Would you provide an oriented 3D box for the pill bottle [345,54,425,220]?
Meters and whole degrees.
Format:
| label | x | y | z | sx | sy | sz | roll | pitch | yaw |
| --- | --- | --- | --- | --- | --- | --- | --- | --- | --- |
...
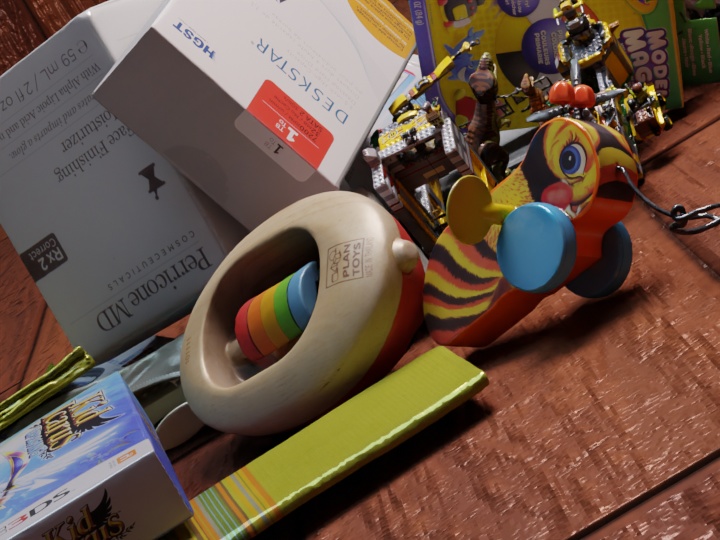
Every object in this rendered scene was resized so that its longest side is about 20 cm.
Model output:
| label | x | y | z | sx | sy | sz | roll | pitch | yaw |
| --- | --- | --- | --- | --- | --- | --- | --- | --- | --- |
| pill bottle | 0.009 | -0.094 | 1.614 | 0.108 | 0.109 | 0.200 | -25 | 13 | 27 |

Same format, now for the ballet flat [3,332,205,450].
| label | x | y | z | sx | sy | sz | roll | pitch | yaw |
| --- | --- | --- | --- | --- | --- | --- | --- | --- | --- |
| ballet flat | -0.154 | 0.100 | 1.364 | 0.199 | 0.067 | 0.064 | -30 | 42 | 20 |

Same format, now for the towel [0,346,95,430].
| label | x | y | z | sx | sy | sz | roll | pitch | yaw |
| --- | --- | --- | --- | --- | --- | --- | --- | --- | --- |
| towel | -0.230 | 0.086 | 1.449 | 0.086 | 0.018 | 0.200 | -34 | 3 | -14 |

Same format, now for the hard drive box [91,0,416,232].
| label | x | y | z | sx | sy | sz | roll | pitch | yaw |
| --- | --- | --- | --- | --- | --- | --- | --- | --- | --- |
| hard drive box | -0.062 | -0.134 | 1.390 | 0.077 | 0.156 | 0.200 | -41 | 14 | 38 |

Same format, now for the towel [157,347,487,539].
| label | x | y | z | sx | sy | sz | roll | pitch | yaw |
| --- | --- | --- | --- | --- | --- | --- | --- | --- | --- |
| towel | -0.027 | 0.105 | 1.106 | 0.199 | 0.018 | 0.086 | -32 | 15 | -7 |

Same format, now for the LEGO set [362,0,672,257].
| label | x | y | z | sx | sy | sz | roll | pitch | yaw |
| --- | --- | --- | --- | --- | --- | --- | --- | --- | --- |
| LEGO set | 0.083 | -0.100 | 1.338 | 0.199 | 0.116 | 0.155 | -19 | 47 | 23 |

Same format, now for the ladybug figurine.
| label | x | y | z | sx | sy | sz | roll | pitch | yaw |
| --- | --- | --- | --- | --- | --- | --- | --- | --- | --- |
| ladybug figurine | -0.028 | 0.030 | 1.231 | 0.199 | 0.072 | 0.137 | -26 | 52 | 45 |

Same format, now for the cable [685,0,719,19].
| label | x | y | z | sx | sy | sz | roll | pitch | yaw |
| --- | --- | --- | --- | --- | --- | --- | --- | --- | --- |
| cable | 0.242 | -0.243 | 1.496 | 0.199 | 0.069 | 0.201 | -25 | -36 | -33 |

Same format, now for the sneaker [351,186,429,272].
| label | x | y | z | sx | sy | sz | roll | pitch | yaw |
| --- | --- | --- | --- | --- | --- | --- | --- | --- | --- |
| sneaker | 0.000 | 0.000 | 1.363 | 0.080 | 0.070 | 0.200 | -42 | 10 | 4 |

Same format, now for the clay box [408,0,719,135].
| label | x | y | z | sx | sy | sz | roll | pitch | yaw |
| --- | --- | --- | --- | --- | --- | --- | --- | --- | --- |
| clay box | 0.137 | -0.159 | 1.419 | 0.198 | 0.116 | 0.048 | -7 | 21 | 12 |

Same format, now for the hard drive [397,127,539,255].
| label | x | y | z | sx | sy | sz | roll | pitch | yaw |
| --- | --- | --- | --- | --- | --- | --- | --- | --- | --- |
| hard drive | 0.109 | -0.083 | 1.505 | 0.139 | 0.033 | 0.200 | -26 | 14 | 24 |

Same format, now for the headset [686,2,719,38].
| label | x | y | z | sx | sy | sz | roll | pitch | yaw |
| --- | --- | --- | --- | --- | --- | --- | --- | --- | --- |
| headset | 0.295 | -0.221 | 1.422 | 0.200 | 0.123 | 0.094 | -48 | 2 | 28 |

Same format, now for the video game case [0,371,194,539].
| label | x | y | z | sx | sy | sz | roll | pitch | yaw |
| --- | --- | --- | --- | --- | --- | --- | --- | --- | --- |
| video game case | -0.189 | 0.137 | 1.161 | 0.181 | 0.046 | 0.200 | -31 | 14 | -6 |

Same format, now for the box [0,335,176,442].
| label | x | y | z | sx | sy | sz | roll | pitch | yaw |
| --- | --- | --- | --- | --- | --- | --- | --- | --- | --- |
| box | -0.197 | 0.102 | 1.507 | 0.200 | 0.042 | 0.119 | -38 | 13 | -17 |

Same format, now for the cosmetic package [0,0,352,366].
| label | x | y | z | sx | sy | sz | roll | pitch | yaw |
| --- | --- | --- | --- | --- | --- | --- | --- | --- | --- |
| cosmetic package | -0.143 | -0.072 | 1.472 | 0.164 | 0.201 | 0.165 | -31 | -1 | 35 |

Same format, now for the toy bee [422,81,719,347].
| label | x | y | z | sx | sy | sz | roll | pitch | yaw |
| --- | --- | --- | --- | --- | --- | --- | --- | --- | --- |
| toy bee | 0.111 | -0.039 | 1.140 | 0.199 | 0.110 | 0.131 | -20 | -19 | 19 |
